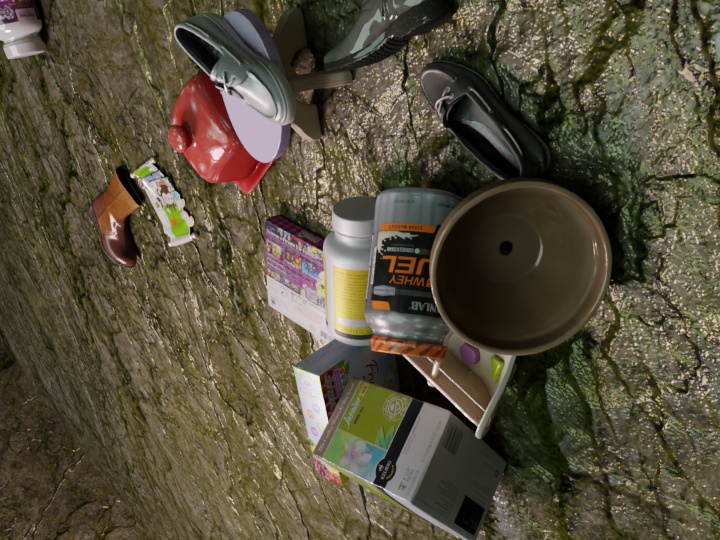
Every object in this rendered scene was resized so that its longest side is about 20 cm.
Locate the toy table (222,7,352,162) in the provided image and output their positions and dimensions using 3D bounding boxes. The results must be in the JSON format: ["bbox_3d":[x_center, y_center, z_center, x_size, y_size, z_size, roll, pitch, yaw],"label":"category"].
[{"bbox_3d":[-0.114,-0.267,0.941,0.183,0.117,0.202,26,130,34],"label":"toy table"}]

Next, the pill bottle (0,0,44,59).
[{"bbox_3d":[-0.776,-0.580,1.475,0.111,0.112,0.202,7,118,45],"label":"pill bottle"}]

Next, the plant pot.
[{"bbox_3d":[0.176,-0.013,0.766,0.198,0.093,0.204,1,110,2],"label":"plant pot"}]

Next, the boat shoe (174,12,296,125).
[{"bbox_3d":[-0.163,-0.256,0.854,0.201,0.068,0.072,51,141,10],"label":"boat shoe"}]

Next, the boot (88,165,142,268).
[{"bbox_3d":[-0.549,-0.120,1.562,0.199,0.068,0.190,-29,82,44],"label":"boot"}]

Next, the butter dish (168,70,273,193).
[{"bbox_3d":[-0.242,-0.229,1.077,0.201,0.147,0.200,56,140,5],"label":"butter dish"}]

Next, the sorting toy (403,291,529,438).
[{"bbox_3d":[0.148,0.080,0.887,0.200,0.106,0.182,42,126,36],"label":"sorting toy"}]

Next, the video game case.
[{"bbox_3d":[-0.087,0.022,1.146,0.199,0.036,0.183,28,130,34],"label":"video game case"}]

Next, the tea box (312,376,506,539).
[{"bbox_3d":[0.074,0.277,0.981,0.195,0.135,0.200,10,154,42],"label":"tea box"}]

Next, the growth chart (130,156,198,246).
[{"bbox_3d":[-0.417,-0.144,1.421,0.144,0.018,0.202,-23,95,50],"label":"growth chart"}]

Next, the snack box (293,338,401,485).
[{"bbox_3d":[-0.011,0.207,1.070,0.067,0.168,0.203,12,120,41],"label":"snack box"}]

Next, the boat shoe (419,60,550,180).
[{"bbox_3d":[0.133,-0.175,0.774,0.200,0.057,0.067,46,139,18],"label":"boat shoe"}]

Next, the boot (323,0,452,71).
[{"bbox_3d":[0.017,-0.333,0.811,0.199,0.067,0.132,-16,96,43],"label":"boot"}]

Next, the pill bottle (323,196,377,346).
[{"bbox_3d":[0.000,0.000,0.980,0.111,0.111,0.202,25,129,35],"label":"pill bottle"}]

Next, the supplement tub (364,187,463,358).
[{"bbox_3d":[0.070,0.005,0.840,0.122,0.122,0.203,0,83,47],"label":"supplement tub"}]
